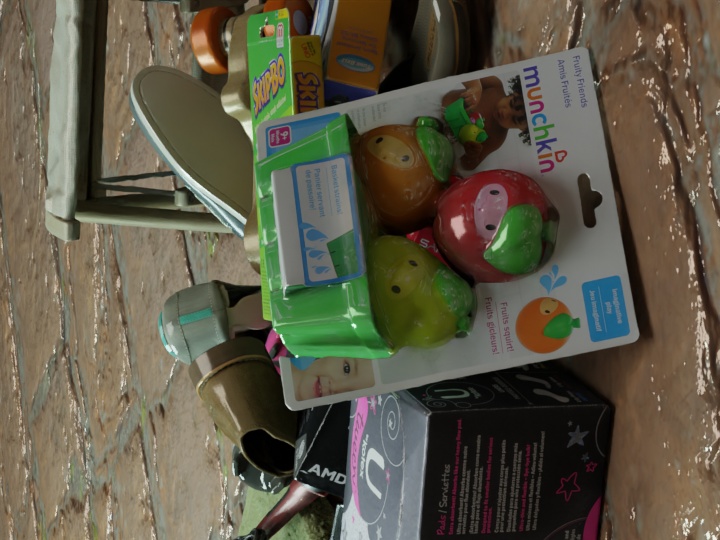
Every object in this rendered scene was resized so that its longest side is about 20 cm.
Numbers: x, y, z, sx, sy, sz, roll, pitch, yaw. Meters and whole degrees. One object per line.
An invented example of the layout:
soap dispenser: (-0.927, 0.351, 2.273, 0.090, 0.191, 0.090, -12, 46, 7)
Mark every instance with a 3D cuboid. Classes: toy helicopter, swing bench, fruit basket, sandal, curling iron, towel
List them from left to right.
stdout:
swing bench: (-0.143, -0.133, 1.895, 0.130, 0.200, 0.199, -142, 54, -65)
toy helicopter: (-0.054, -0.090, 1.775, 0.079, 0.132, 0.200, -8, 70, 30)
towel: (-0.048, 0.217, 1.884, 0.200, 0.036, 0.149, -120, 36, -55)
curling iron: (-0.035, 0.159, 1.792, 0.200, 0.026, 0.050, -46, 21, 33)
sandal: (0.032, -0.099, 1.618, 0.082, 0.055, 0.200, -115, 25, -50)
fruit basket: (0.042, -0.027, 1.409, 0.094, 0.200, 0.185, 46, -146, -61)

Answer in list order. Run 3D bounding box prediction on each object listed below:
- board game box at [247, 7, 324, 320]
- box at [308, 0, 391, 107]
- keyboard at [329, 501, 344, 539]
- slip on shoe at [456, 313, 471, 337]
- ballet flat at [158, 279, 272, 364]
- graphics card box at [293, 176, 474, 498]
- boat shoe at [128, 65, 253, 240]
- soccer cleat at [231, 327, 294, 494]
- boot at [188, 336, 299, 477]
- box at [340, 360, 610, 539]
board game box: (-0.045, -0.066, 1.619, 0.096, 0.030, 0.200, -173, 76, -71)
box: (-0.011, -0.150, 1.673, 0.119, 0.041, 0.200, 116, 168, -56)
keyboard: (-0.001, 0.241, 1.721, 0.104, 0.040, 0.200, 36, 125, 39)
slip on shoe: (0.055, 0.095, 1.569, 0.074, 0.061, 0.200, -69, 1, -67)
ballet flat: (-0.076, 0.039, 1.817, 0.200, 0.064, 0.067, 2, -112, -68)
graphics card box: (0.018, 0.029, 1.565, 0.126, 0.051, 0.200, -90, 25, -62)
boat shoe: (-0.098, -0.061, 1.820, 0.073, 0.200, 0.062, -50, 7, -36)
soccer cleat: (-0.039, 0.070, 1.810, 0.200, 0.070, 0.086, -61, 1, 33)
boot: (-0.054, 0.111, 1.673, 0.076, 0.074, 0.200, 64, -172, 23)
box: (0.058, 0.153, 1.471, 0.132, 0.115, 0.200, -141, 54, -64)
